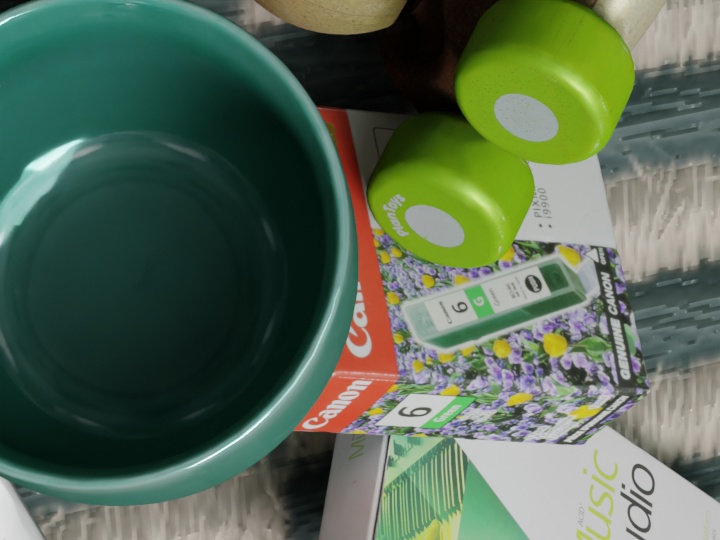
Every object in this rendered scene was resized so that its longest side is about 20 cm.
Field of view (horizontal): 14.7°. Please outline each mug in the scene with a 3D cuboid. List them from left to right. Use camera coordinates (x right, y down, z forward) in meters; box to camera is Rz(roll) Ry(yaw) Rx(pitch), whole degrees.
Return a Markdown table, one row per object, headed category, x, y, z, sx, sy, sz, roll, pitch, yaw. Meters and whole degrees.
| category | x | y | z | sx | sy | sz | roll | pitch | yaw |
| --- | --- | --- | --- | --- | --- | --- | --- | --- | --- |
| mug | -0.068 | -0.015 | 0.886 | 0.152 | 0.114 | 0.185 | 32 | 83 | 6 |

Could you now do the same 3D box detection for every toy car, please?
| category | x | y | z | sx | sy | sz | roll | pitch | yaw |
| --- | --- | --- | --- | --- | --- | --- | --- | --- | --- |
| toy car | 0.008 | -0.131 | 0.947 | 0.200 | 0.158 | 0.164 | 31 | 58 | -5 |

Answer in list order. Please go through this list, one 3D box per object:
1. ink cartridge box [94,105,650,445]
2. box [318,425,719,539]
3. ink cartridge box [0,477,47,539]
| category | x | y | z | sx | sy | sz | roll | pitch | yaw |
| --- | --- | --- | --- | --- | --- | --- | --- | --- | --- |
| ink cartridge box | 0.000 | 0.000 | 0.990 | 0.200 | 0.050 | 0.109 | 5 | 61 | -30 |
| box | 0.068 | 0.116 | 1.052 | 0.200 | 0.036 | 0.145 | 33 | 49 | -30 |
| ink cartridge box | -0.152 | 0.169 | 0.960 | 0.145 | 0.087 | 0.200 | -35 | 115 | -16 |
